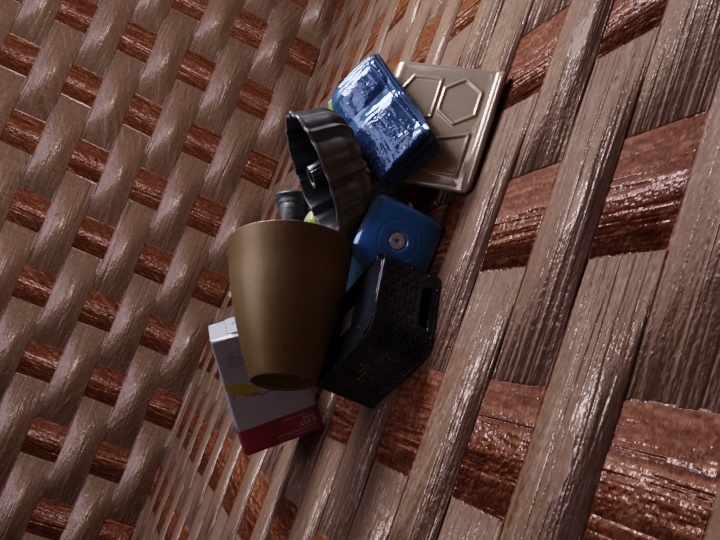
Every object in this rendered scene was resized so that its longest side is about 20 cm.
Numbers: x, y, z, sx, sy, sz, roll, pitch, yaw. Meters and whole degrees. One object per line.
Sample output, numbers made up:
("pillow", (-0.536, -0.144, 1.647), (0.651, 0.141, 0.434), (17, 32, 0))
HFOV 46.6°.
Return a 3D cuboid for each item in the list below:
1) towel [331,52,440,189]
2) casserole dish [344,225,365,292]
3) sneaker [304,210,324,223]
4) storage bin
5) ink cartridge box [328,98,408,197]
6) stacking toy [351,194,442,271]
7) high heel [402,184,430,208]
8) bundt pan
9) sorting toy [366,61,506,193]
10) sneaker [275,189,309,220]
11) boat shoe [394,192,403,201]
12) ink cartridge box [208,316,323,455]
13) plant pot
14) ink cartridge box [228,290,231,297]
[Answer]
("towel", (0.030, -0.222, 1.236), (0.111, 0.048, 0.202), (-40, 57, 15))
("casserole dish", (0.000, 0.000, 1.350), (0.121, 0.038, 0.204), (60, -150, -67))
("sneaker", (-0.036, -0.005, 1.389), (0.075, 0.104, 0.204), (-1, 97, 33))
("storage bin", (0.020, 0.087, 1.170), (0.200, 0.092, 0.137), (-48, 24, 49))
("ink cartridge box", (0.009, -0.213, 1.381), (0.147, 0.074, 0.204), (-31, 56, 57))
("stacking toy", (0.044, -0.036, 1.285), (0.200, 0.114, 0.111), (149, 147, -84))
("high heel", (0.129, -0.188, 1.301), (0.200, 0.066, 0.098), (-47, 53, 44))
("bundt pan", (-0.042, -0.152, 1.252), (0.203, 0.075, 0.204), (90, 154, -59))
("sorting toy", (0.108, -0.212, 1.235), (0.197, 0.036, 0.188), (13, 81, 35))
("sneaker", (-0.111, -0.070, 1.555), (0.200, 0.074, 0.092), (51, -145, -61))
("boat shoe", (0.039, -0.178, 1.471), (0.091, 0.070, 0.202), (37, 101, 31))
("ink cartridge box", (-0.164, 0.177, 1.420), (0.145, 0.142, 0.204), (-149, 43, -76))
("plant pot", (-0.106, 0.060, 1.182), (0.186, 0.183, 0.204), (139, 137, -59))
("ink cartridge box", (-0.148, 0.020, 1.539), (0.116, 0.067, 0.199), (-58, -18, 10))
